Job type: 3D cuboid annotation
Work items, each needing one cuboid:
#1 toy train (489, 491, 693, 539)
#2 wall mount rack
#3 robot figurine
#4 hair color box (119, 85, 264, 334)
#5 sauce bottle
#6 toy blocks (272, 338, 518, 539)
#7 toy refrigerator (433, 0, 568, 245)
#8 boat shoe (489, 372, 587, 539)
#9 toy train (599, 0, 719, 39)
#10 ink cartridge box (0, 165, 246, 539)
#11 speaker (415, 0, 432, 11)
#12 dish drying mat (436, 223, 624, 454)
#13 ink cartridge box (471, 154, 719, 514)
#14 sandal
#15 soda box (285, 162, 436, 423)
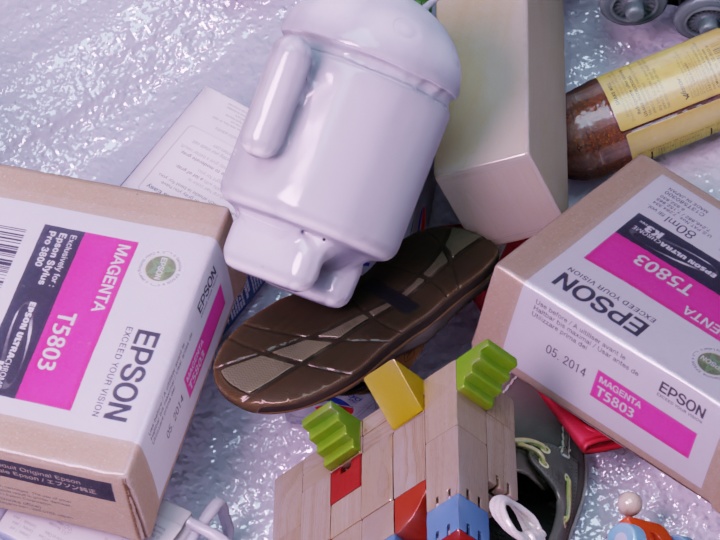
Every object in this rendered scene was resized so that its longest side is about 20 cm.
[{"bbox_3d":[0.139,0.191,1.574,0.056,0.200,0.150,-47,56,22],"label":"toy train"},{"bbox_3d":[-0.170,0.189,1.665,0.199,0.075,0.174,23,60,21],"label":"wall mount rack"},{"bbox_3d":[-0.011,-0.083,1.642,0.113,0.169,0.201,20,86,31],"label":"robot figurine"},{"bbox_3d":[-0.115,-0.013,1.791,0.100,0.061,0.200,28,65,23],"label":"hair color box"},{"bbox_3d":[0.168,-0.099,1.806,0.199,0.066,0.066,-20,57,-1],"label":"sauce bottle"},{"bbox_3d":[0.018,0.148,1.594,0.200,0.100,0.137,-35,35,31],"label":"toy blocks"},{"bbox_3d":[0.086,-0.117,1.766,0.070,0.076,0.201,-13,49,19],"label":"toy refrigerator"},{"bbox_3d":[0.096,0.137,1.665,0.072,0.060,0.202,4,55,9],"label":"boat shoe"},{"bbox_3d":[0.236,-0.209,1.820,0.199,0.114,0.086,9,56,-13],"label":"toy train"},{"bbox_3d":[-0.177,0.045,1.668,0.164,0.075,0.201,10,56,14],"label":"ink cartridge box"},{"bbox_3d":[0.006,-0.153,1.800,0.088,0.089,0.200,-6,23,3],"label":"speaker"},{"bbox_3d":[0.121,0.036,1.731,0.077,0.018,0.200,-6,44,-31],"label":"dish drying mat"},{"bbox_3d":[0.196,0.036,1.678,0.200,0.075,0.165,33,43,21],"label":"ink cartridge box"},{"bbox_3d":[0.002,0.038,1.676,0.200,0.055,0.082,-33,48,-32],"label":"sandal"},{"bbox_3d":[0.000,0.000,1.766,0.068,0.064,0.201,6,59,9],"label":"soda box"}]
